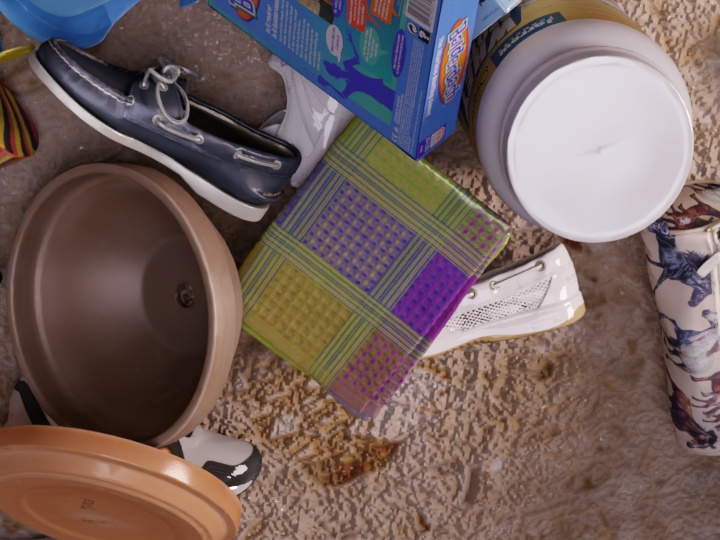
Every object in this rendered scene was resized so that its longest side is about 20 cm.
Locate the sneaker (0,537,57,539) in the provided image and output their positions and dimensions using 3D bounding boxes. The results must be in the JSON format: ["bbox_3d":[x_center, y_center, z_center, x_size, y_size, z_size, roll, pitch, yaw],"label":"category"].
[{"bbox_3d":[-0.269,0.257,1.410,0.198,0.116,0.074,-14,112,1],"label":"sneaker"}]

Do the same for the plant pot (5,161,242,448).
[{"bbox_3d":[-0.150,0.023,1.328,0.199,0.092,0.203,5,98,35],"label":"plant pot"}]

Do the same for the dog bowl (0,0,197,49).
[{"bbox_3d":[-0.165,-0.219,1.237,0.199,0.050,0.112,-15,119,37],"label":"dog bowl"}]

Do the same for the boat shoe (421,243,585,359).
[{"bbox_3d":[0.063,0.023,1.386,0.198,0.071,0.070,-14,98,1],"label":"boat shoe"}]

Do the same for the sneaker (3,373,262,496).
[{"bbox_3d":[-0.167,0.119,1.392,0.198,0.074,0.081,11,106,-9],"label":"sneaker"}]

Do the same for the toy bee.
[{"bbox_3d":[-0.297,-0.140,1.266,0.200,0.109,0.131,42,118,-14],"label":"toy bee"}]

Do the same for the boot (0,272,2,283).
[{"bbox_3d":[-0.349,-0.040,1.322,0.144,0.073,0.200,-35,117,7],"label":"boot"}]

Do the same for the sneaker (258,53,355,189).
[{"bbox_3d":[-0.018,-0.074,1.349,0.098,0.075,0.202,-2,109,14],"label":"sneaker"}]

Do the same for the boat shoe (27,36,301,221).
[{"bbox_3d":[-0.130,-0.106,1.273,0.199,0.075,0.062,33,111,-18],"label":"boat shoe"}]

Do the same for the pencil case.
[{"bbox_3d":[0.259,0.039,1.395,0.077,0.090,0.202,-13,111,-1],"label":"pencil case"}]

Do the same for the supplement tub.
[{"bbox_3d":[0.142,-0.109,1.271,0.143,0.200,0.146,-2,110,-5],"label":"supplement tub"}]

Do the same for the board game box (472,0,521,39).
[{"bbox_3d":[0.042,-0.254,1.219,0.103,0.105,0.201,-40,94,-27],"label":"board game box"}]

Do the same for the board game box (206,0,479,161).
[{"bbox_3d":[-0.015,-0.186,1.219,0.199,0.045,0.153,38,147,21],"label":"board game box"}]

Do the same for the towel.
[{"bbox_3d":[0.000,0.000,1.320,0.143,0.023,0.201,37,117,1],"label":"towel"}]

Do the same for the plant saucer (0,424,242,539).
[{"bbox_3d":[-0.184,0.165,1.344,0.198,0.200,0.033,17,63,-11],"label":"plant saucer"}]
